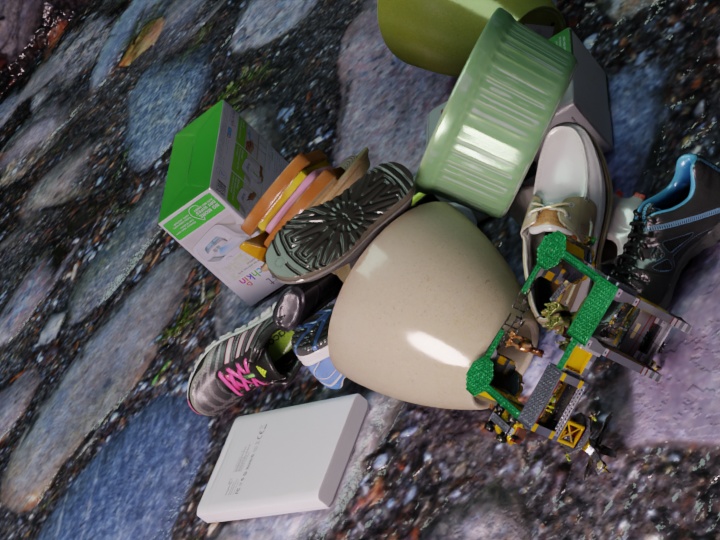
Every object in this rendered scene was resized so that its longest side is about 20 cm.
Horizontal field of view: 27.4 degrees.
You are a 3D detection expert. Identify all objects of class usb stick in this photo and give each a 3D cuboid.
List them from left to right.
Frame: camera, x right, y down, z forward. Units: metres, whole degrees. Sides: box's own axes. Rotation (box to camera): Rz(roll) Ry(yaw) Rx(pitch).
[{"bbox_3d":[-0.053,0.024,1.680,0.200,0.032,0.056,-35,-34,-70],"label":"usb stick"}]

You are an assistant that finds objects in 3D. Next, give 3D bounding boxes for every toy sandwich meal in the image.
[{"bbox_3d":[-0.068,-0.080,1.670,0.205,0.070,0.205,-49,4,5],"label":"toy sandwich meal"}]

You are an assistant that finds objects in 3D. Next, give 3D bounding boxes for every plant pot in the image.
[{"bbox_3d":[0.153,-0.306,1.796,0.187,0.187,0.200,-49,44,-4],"label":"plant pot"}]

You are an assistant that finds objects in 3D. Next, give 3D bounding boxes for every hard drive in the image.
[{"bbox_3d":[-0.086,0.207,1.611,0.199,0.027,0.132,-16,42,44],"label":"hard drive"}]

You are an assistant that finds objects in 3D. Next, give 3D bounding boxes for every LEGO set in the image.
[{"bbox_3d":[0.199,0.075,1.316,0.154,0.116,0.201,26,91,58],"label":"LEGO set"}]

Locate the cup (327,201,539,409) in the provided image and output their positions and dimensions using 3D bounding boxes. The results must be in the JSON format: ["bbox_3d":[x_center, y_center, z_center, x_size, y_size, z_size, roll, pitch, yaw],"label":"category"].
[{"bbox_3d":[0.088,0.054,1.433,0.143,0.200,0.201,33,80,31],"label":"cup"}]

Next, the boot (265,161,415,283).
[{"bbox_3d":[0.000,0.002,1.469,0.181,0.200,0.073,-31,60,-13],"label":"boot"}]

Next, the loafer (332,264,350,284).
[{"bbox_3d":[-0.017,-0.026,1.613,0.076,0.067,0.200,-53,6,-9],"label":"loafer"}]

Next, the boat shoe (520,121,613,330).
[{"bbox_3d":[0.193,-0.044,1.404,0.074,0.068,0.201,-4,86,34],"label":"boat shoe"}]

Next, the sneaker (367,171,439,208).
[{"bbox_3d":[0.019,-0.084,1.747,0.199,0.074,0.081,-20,79,37],"label":"sneaker"}]

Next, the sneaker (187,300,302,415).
[{"bbox_3d":[-0.123,0.108,1.730,0.200,0.074,0.088,-37,24,7],"label":"sneaker"}]

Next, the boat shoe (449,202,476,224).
[{"bbox_3d":[0.049,-0.009,1.663,0.200,0.070,0.066,-46,16,15],"label":"boat shoe"}]

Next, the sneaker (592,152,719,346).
[{"bbox_3d":[0.266,-0.020,1.367,0.200,0.082,0.073,-51,31,-4],"label":"sneaker"}]

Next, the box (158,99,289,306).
[{"bbox_3d":[-0.157,-0.089,1.909,0.096,0.176,0.201,-32,33,24],"label":"box"}]

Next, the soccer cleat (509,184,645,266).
[{"bbox_3d":[0.212,-0.044,1.486,0.200,0.069,0.078,10,65,53],"label":"soccer cleat"}]

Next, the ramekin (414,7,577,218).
[{"bbox_3d":[0.137,-0.150,1.473,0.201,0.097,0.200,-64,-3,-7],"label":"ramekin"}]

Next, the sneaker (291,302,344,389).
[{"bbox_3d":[0.023,0.055,1.609,0.199,0.077,0.076,-29,31,-2],"label":"sneaker"}]

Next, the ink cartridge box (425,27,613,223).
[{"bbox_3d":[0.175,-0.158,1.652,0.199,0.083,0.147,-28,35,28],"label":"ink cartridge box"}]
